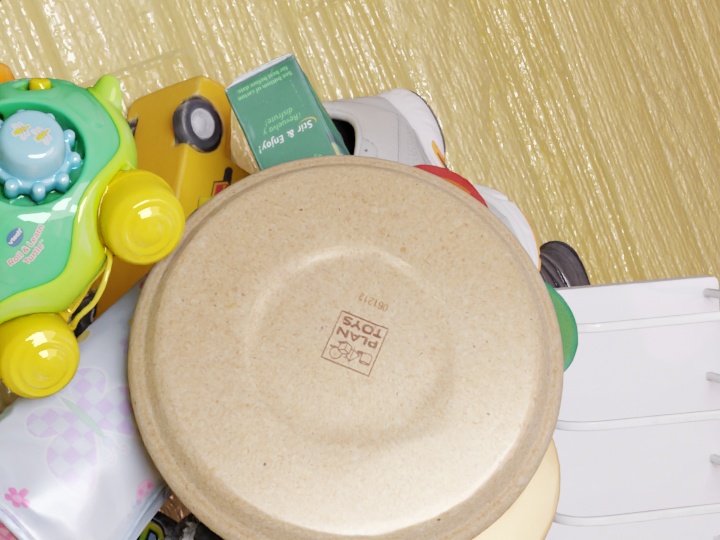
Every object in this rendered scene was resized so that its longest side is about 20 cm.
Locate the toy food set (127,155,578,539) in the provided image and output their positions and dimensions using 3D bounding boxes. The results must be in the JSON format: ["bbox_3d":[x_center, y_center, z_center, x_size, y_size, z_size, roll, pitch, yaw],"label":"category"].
[{"bbox_3d":[-0.002,0.038,0.716,0.199,0.049,0.198,7,70,-1],"label":"toy food set"}]

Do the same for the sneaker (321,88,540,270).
[{"bbox_3d":[0.028,-0.036,0.997,0.092,0.076,0.200,-5,43,-37],"label":"sneaker"}]

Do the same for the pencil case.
[{"bbox_3d":[-0.104,0.067,0.759,0.091,0.083,0.200,42,59,5],"label":"pencil case"}]

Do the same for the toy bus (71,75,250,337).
[{"bbox_3d":[-0.101,-0.003,0.882,0.078,0.065,0.200,30,57,-39],"label":"toy bus"}]

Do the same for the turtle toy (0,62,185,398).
[{"bbox_3d":[-0.178,-0.013,0.729,0.101,0.146,0.200,38,91,-37],"label":"turtle toy"}]

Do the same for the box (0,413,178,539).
[{"bbox_3d":[-0.140,0.163,0.809,0.200,0.035,0.110,39,52,-35],"label":"box"}]

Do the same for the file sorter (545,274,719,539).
[{"bbox_3d":[0.145,0.112,0.826,0.138,0.125,0.201,-5,95,-13],"label":"file sorter"}]

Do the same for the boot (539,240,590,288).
[{"bbox_3d":[0.138,0.078,1.132,0.132,0.070,0.201,-4,86,-55],"label":"boot"}]

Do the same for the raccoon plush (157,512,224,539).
[{"bbox_3d":[-0.067,0.149,0.800,0.097,0.134,0.200,55,26,-8],"label":"raccoon plush"}]

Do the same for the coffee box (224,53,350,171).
[{"bbox_3d":[0.000,0.000,0.829,0.200,0.044,0.123,65,3,22],"label":"coffee box"}]
